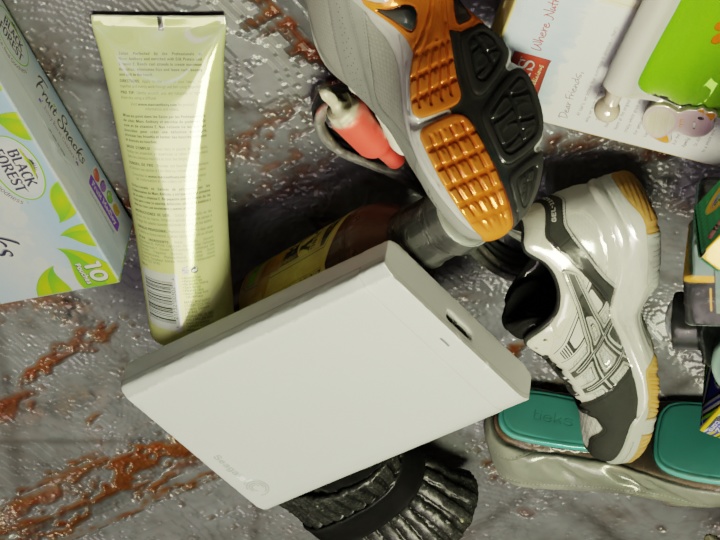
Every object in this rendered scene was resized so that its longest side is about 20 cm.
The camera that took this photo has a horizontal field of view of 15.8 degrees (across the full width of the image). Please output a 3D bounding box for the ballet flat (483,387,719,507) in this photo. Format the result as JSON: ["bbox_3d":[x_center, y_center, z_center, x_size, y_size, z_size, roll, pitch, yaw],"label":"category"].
[{"bbox_3d":[0.174,0.114,1.598,0.199,0.068,0.064,9,142,12],"label":"ballet flat"}]

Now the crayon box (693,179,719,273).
[{"bbox_3d":[0.270,-0.055,1.264,0.119,0.058,0.200,35,114,-13],"label":"crayon box"}]

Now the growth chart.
[{"bbox_3d":[0.226,-0.105,1.303,0.199,0.018,0.145,10,132,-3],"label":"growth chart"}]

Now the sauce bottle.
[{"bbox_3d":[0.000,0.000,1.486,0.065,0.065,0.200,35,142,-24],"label":"sauce bottle"}]

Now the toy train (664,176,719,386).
[{"bbox_3d":[0.259,0.007,1.369,0.199,0.085,0.115,1,124,13],"label":"toy train"}]

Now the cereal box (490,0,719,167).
[{"bbox_3d":[0.172,-0.122,1.334,0.199,0.040,0.144,15,135,-7],"label":"cereal box"}]

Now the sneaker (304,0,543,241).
[{"bbox_3d":[0.026,-0.104,1.343,0.075,0.201,0.092,-19,171,-28],"label":"sneaker"}]

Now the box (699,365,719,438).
[{"bbox_3d":[0.272,0.025,1.484,0.070,0.065,0.200,22,135,-12],"label":"box"}]

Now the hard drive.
[{"bbox_3d":[-0.021,0.063,1.484,0.199,0.026,0.132,-25,127,32],"label":"hard drive"}]

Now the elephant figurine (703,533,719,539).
[{"bbox_3d":[0.267,0.198,1.554,0.155,0.142,0.199,-33,164,36],"label":"elephant figurine"}]

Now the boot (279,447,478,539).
[{"bbox_3d":[0.018,0.110,1.607,0.158,0.080,0.211,37,142,-17],"label":"boot"}]

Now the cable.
[{"bbox_3d":[0.039,-0.048,1.462,0.097,0.051,0.200,-13,132,22],"label":"cable"}]

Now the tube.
[{"bbox_3d":[-0.103,-0.053,1.476,0.058,0.052,0.201,-20,122,-26],"label":"tube"}]

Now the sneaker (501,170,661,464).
[{"bbox_3d":[0.122,0.032,1.499,0.087,0.076,0.201,-13,127,-10],"label":"sneaker"}]

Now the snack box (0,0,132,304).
[{"bbox_3d":[-0.235,-0.066,1.494,0.141,0.053,0.200,-11,133,19],"label":"snack box"}]
